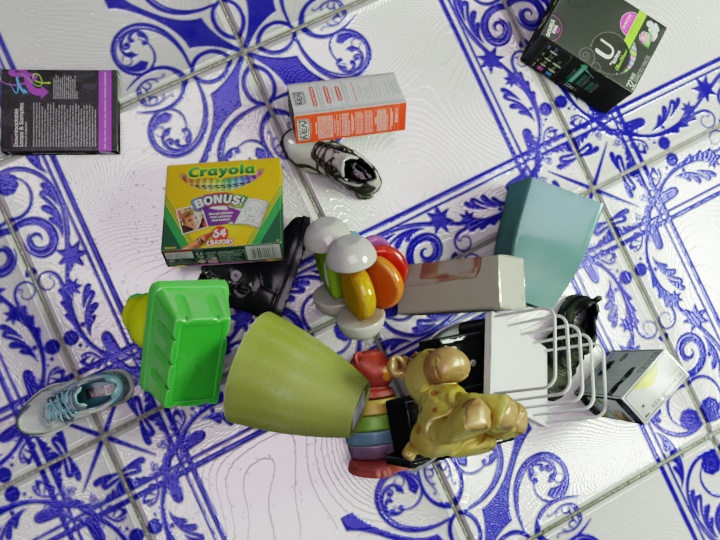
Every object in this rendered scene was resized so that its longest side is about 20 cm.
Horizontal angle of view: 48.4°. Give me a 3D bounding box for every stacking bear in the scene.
[{"bbox_3d":[0.023,0.236,1.359,0.120,0.112,0.204,-1,85,-48],"label":"stacking bear"}]

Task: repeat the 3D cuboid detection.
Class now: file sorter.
[{"bbox_3d":[0.300,0.155,1.290,0.199,0.123,0.141,30,56,-44],"label":"file sorter"}]

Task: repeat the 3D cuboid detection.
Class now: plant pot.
[{"bbox_3d":[0.313,-0.040,1.416,0.139,0.141,0.204,19,90,-5],"label":"plant pot"},{"bbox_3d":[-0.089,0.188,1.288,0.197,0.187,0.190,18,82,13],"label":"plant pot"}]

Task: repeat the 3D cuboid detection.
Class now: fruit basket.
[{"bbox_3d":[-0.305,0.102,1.325,0.153,0.215,0.220,0,84,-28],"label":"fruit basket"}]

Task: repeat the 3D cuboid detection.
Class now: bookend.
[{"bbox_3d":[0.129,0.194,1.296,0.195,0.092,0.204,-8,85,-25],"label":"bookend"}]

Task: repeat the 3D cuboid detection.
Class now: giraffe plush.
[{"bbox_3d":[0.127,0.186,1.186,0.198,0.172,0.165,-27,61,22],"label":"giraffe plush"}]

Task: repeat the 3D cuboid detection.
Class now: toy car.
[{"bbox_3d":[0.000,0.000,1.340,0.148,0.200,0.178,-22,123,-22],"label":"toy car"}]

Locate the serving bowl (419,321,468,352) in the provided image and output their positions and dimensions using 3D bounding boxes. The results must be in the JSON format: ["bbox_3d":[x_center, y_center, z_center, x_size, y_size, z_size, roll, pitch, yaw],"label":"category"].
[{"bbox_3d":[0.183,0.192,1.408,0.196,0.066,0.204,1,84,-7],"label":"serving bowl"}]

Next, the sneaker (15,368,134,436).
[{"bbox_3d":[-0.475,0.212,1.315,0.197,0.086,0.079,-23,87,-9],"label":"sneaker"}]

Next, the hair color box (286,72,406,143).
[{"bbox_3d":[-0.025,-0.287,1.409,0.196,0.062,0.102,-8,45,-8],"label":"hair color box"}]

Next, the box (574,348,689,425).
[{"bbox_3d":[0.460,0.195,1.374,0.117,0.200,0.060,-45,91,-8],"label":"box"}]

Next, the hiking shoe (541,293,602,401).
[{"bbox_3d":[0.368,0.133,1.418,0.075,0.101,0.203,21,82,-4],"label":"hiking shoe"}]

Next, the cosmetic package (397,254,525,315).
[{"bbox_3d":[0.168,0.027,1.351,0.197,0.103,0.089,-5,83,35],"label":"cosmetic package"}]

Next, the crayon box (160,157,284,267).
[{"bbox_3d":[-0.229,-0.099,1.348,0.196,0.059,0.175,-4,60,-1],"label":"crayon box"}]

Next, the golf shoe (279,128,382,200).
[{"bbox_3d":[-0.048,-0.200,1.405,0.197,0.094,0.079,25,83,-2],"label":"golf shoe"}]

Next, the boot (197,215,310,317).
[{"bbox_3d":[-0.187,-0.022,1.377,0.165,0.076,0.204,20,87,-8],"label":"boot"}]

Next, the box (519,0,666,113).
[{"bbox_3d":[0.422,-0.415,1.466,0.198,0.124,0.150,31,80,-2],"label":"box"}]

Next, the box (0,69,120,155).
[{"bbox_3d":[-0.517,-0.273,1.384,0.196,0.036,0.146,-1,84,-8],"label":"box"}]
